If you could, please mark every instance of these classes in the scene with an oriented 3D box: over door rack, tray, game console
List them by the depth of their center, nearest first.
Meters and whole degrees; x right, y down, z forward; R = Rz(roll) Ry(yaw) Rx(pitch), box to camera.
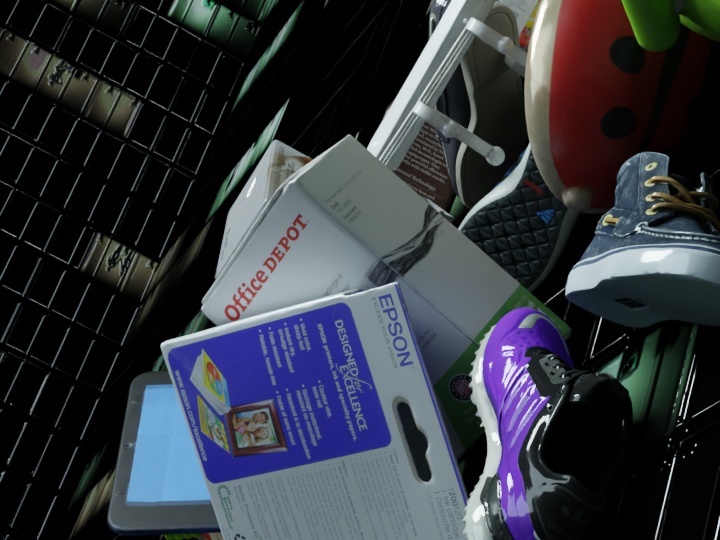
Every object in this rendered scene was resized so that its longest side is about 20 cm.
[{"bbox_3d":[0.080,-0.094,1.305,0.148,0.066,0.200,-56,-13,7],"label":"over door rack"},{"bbox_3d":[0.057,-0.153,1.324,0.201,0.022,0.107,-60,5,19],"label":"tray"},{"bbox_3d":[-0.096,0.099,1.383,0.171,0.118,0.200,-57,18,28],"label":"game console"}]

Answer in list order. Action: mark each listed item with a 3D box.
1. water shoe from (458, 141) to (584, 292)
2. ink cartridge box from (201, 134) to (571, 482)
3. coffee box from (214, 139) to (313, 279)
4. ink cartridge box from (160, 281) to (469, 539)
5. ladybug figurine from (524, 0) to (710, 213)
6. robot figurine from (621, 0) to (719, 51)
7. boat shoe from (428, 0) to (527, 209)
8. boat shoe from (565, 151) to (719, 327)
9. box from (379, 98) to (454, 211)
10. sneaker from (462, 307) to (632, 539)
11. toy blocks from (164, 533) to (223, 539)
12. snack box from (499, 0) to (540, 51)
[{"bbox_3d":[0.135,-0.053,1.284,0.079,0.071,0.200,-33,-19,-53],"label":"water shoe"},{"bbox_3d":[0.014,0.031,1.207,0.084,0.200,0.146,-44,-6,-49],"label":"ink cartridge box"},{"bbox_3d":[0.000,0.000,1.363,0.080,0.199,0.115,-55,14,24],"label":"coffee box"},{"bbox_3d":[-0.016,0.117,1.161,0.199,0.199,0.043,-15,4,36],"label":"ink cartridge box"},{"bbox_3d":[0.167,-0.127,1.142,0.072,0.136,0.201,-5,61,47],"label":"ladybug figurine"},{"bbox_3d":[0.227,-0.184,1.016,0.175,0.116,0.200,-36,11,-2],"label":"robot figurine"},{"bbox_3d":[0.086,-0.138,1.441,0.072,0.063,0.201,-32,-39,-25],"label":"boat shoe"},{"bbox_3d":[0.170,-0.023,1.008,0.200,0.071,0.091,168,124,-77],"label":"boat shoe"},{"bbox_3d":[0.037,-0.070,1.667,0.201,0.075,0.100,-66,12,-24],"label":"box"},{"bbox_3d":[0.116,0.083,1.045,0.100,0.069,0.201,-45,24,34],"label":"sneaker"},{"bbox_3d":[-0.101,0.197,1.491,0.100,0.201,0.137,-30,25,-18],"label":"toy blocks"},{"bbox_3d":[0.141,-0.249,1.523,0.201,0.067,0.169,-62,-2,-14],"label":"snack box"}]
